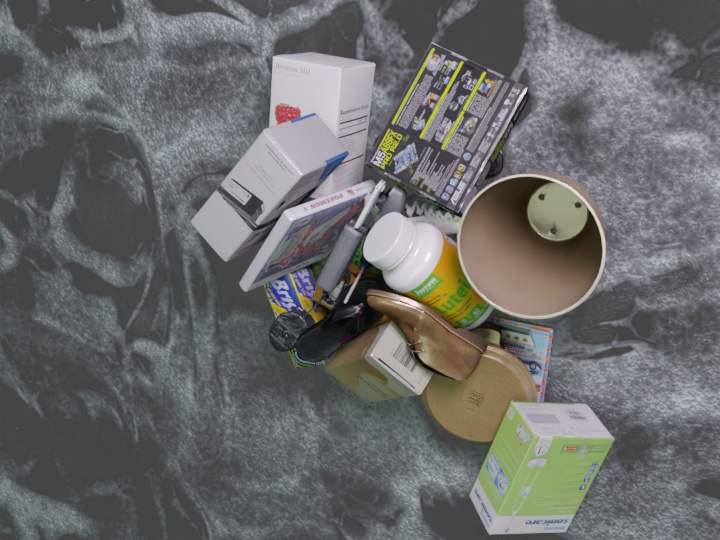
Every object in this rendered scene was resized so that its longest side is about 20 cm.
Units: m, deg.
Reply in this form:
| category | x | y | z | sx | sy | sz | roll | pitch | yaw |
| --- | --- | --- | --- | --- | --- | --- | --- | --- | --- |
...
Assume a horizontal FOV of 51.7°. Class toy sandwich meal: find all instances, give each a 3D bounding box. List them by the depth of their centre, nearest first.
| category | x | y | z | sx | sy | sz | roll | pitch | yaw |
| --- | --- | --- | --- | --- | --- | --- | --- | --- | --- |
| toy sandwich meal | 0.187 | 0.181 | 1.189 | 0.204 | 0.070 | 0.206 | 7 | 115 | 15 |

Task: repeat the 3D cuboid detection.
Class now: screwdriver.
| category | x | y | z | sx | sy | sz | roll | pitch | yaw |
| --- | --- | --- | --- | --- | --- | --- | --- | --- | --- |
| screwdriver | 0.000 | 0.000 | 1.147 | 0.028 | 0.200 | 0.029 | -5 | 109 | 18 |

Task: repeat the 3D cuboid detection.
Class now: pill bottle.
| category | x | y | z | sx | sy | sz | roll | pitch | yaw |
| --- | --- | --- | --- | --- | --- | --- | --- | --- | --- |
| pill bottle | 0.104 | -0.001 | 1.103 | 0.200 | 0.111 | 0.111 | 33 | 126 | -28 |

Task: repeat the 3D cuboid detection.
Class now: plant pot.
| category | x | y | z | sx | sy | sz | roll | pitch | yaw |
| --- | --- | --- | --- | --- | --- | --- | --- | --- | --- |
| plant pot | 0.251 | -0.058 | 1.009 | 0.186 | 0.200 | 0.188 | 9 | 112 | 24 |

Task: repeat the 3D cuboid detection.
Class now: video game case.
| category | x | y | z | sx | sy | sz | roll | pitch | yaw |
| --- | --- | --- | --- | --- | --- | --- | --- | --- | --- |
| video game case | -0.082 | -0.052 | 1.152 | 0.023 | 0.182 | 0.200 | 53 | 138 | 13 |

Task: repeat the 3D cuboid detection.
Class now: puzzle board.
| category | x | y | z | sx | sy | sz | roll | pitch | yaw |
| --- | --- | --- | --- | --- | --- | --- | --- | --- | --- |
| puzzle board | 0.205 | 0.145 | 1.211 | 0.199 | 0.017 | 0.152 | 11 | 112 | 22 |

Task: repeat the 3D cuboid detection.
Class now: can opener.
| category | x | y | z | sx | sy | sz | roll | pitch | yaw |
| --- | --- | --- | --- | --- | --- | --- | --- | --- | --- |
| can opener | 0.003 | -0.047 | 1.126 | 0.067 | 0.053 | 0.201 | 31 | 115 | 5 |

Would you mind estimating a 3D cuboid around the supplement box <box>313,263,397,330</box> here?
| category | x | y | z | sx | sy | sz | roll | pitch | yaw |
| --- | --- | --- | --- | --- | --- | --- | --- | --- | --- |
| supplement box | 0.024 | 0.057 | 1.232 | 0.199 | 0.067 | 0.069 | 31 | 122 | 16 |

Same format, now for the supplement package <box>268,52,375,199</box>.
| category | x | y | z | sx | sy | sz | roll | pitch | yaw |
| --- | --- | --- | --- | --- | --- | --- | --- | --- | --- |
| supplement package | -0.064 | -0.226 | 1.151 | 0.121 | 0.120 | 0.201 | 15 | 114 | 22 |

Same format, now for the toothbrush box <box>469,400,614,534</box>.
| category | x | y | z | sx | sy | sz | roll | pitch | yaw |
| --- | --- | --- | --- | --- | --- | --- | --- | --- | --- |
| toothbrush box | 0.277 | 0.308 | 1.152 | 0.145 | 0.086 | 0.201 | 5 | 117 | -21 |

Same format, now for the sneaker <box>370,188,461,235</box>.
| category | x | y | z | sx | sy | sz | roll | pitch | yaw |
| --- | --- | --- | --- | --- | --- | --- | --- | --- | --- |
| sneaker | 0.106 | -0.076 | 1.155 | 0.199 | 0.075 | 0.081 | 10 | 120 | 32 |

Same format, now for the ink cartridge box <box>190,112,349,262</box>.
| category | x | y | z | sx | sy | sz | roll | pitch | yaw |
| --- | --- | --- | --- | --- | --- | --- | --- | --- | --- |
| ink cartridge box | -0.130 | -0.120 | 1.068 | 0.084 | 0.145 | 0.200 | 49 | 123 | 2 |

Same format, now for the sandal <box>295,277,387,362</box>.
| category | x | y | z | sx | sy | sz | roll | pitch | yaw |
| --- | --- | --- | --- | --- | --- | --- | --- | --- | --- |
| sandal | -0.027 | 0.090 | 1.187 | 0.075 | 0.048 | 0.200 | 37 | 118 | -17 |

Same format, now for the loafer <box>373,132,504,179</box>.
| category | x | y | z | sx | sy | sz | roll | pitch | yaw |
| --- | --- | --- | --- | --- | --- | --- | --- | --- | --- |
| loafer | 0.114 | -0.171 | 1.116 | 0.199 | 0.063 | 0.072 | 15 | 113 | 21 |

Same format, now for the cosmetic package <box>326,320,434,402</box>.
| category | x | y | z | sx | sy | sz | roll | pitch | yaw |
| --- | --- | --- | --- | --- | --- | --- | --- | --- | --- |
| cosmetic package | 0.032 | 0.152 | 1.199 | 0.105 | 0.071 | 0.200 | 39 | 156 | -8 |

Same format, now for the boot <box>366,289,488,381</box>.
| category | x | y | z | sx | sy | sz | roll | pitch | yaw |
| --- | --- | --- | --- | --- | --- | --- | --- | --- | --- |
| boot | 0.088 | 0.095 | 1.091 | 0.199 | 0.074 | 0.076 | 30 | 81 | -6 |

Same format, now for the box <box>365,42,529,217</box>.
| category | x | y | z | sx | sy | sz | roll | pitch | yaw |
| --- | --- | --- | --- | --- | --- | --- | --- | --- | --- |
| box | 0.124 | -0.201 | 1.063 | 0.160 | 0.044 | 0.201 | 30 | 93 | 18 |

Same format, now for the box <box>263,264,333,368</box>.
| category | x | y | z | sx | sy | sz | roll | pitch | yaw |
| --- | --- | --- | --- | --- | --- | --- | --- | --- | --- |
| box | -0.108 | 0.064 | 1.297 | 0.064 | 0.070 | 0.201 | -13 | 104 | 28 |

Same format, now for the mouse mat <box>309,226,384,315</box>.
| category | x | y | z | sx | sy | sz | roll | pitch | yaw |
| --- | --- | --- | --- | --- | --- | --- | --- | --- | --- |
| mouse mat | -0.017 | 0.013 | 1.279 | 0.160 | 0.008 | 0.201 | 25 | 118 | 17 |

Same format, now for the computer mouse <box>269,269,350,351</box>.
| category | x | y | z | sx | sy | sz | roll | pitch | yaw |
| --- | --- | --- | --- | --- | --- | --- | --- | --- | --- |
| computer mouse | -0.083 | 0.063 | 1.233 | 0.059 | 0.034 | 0.200 | 45 | 113 | -2 |
